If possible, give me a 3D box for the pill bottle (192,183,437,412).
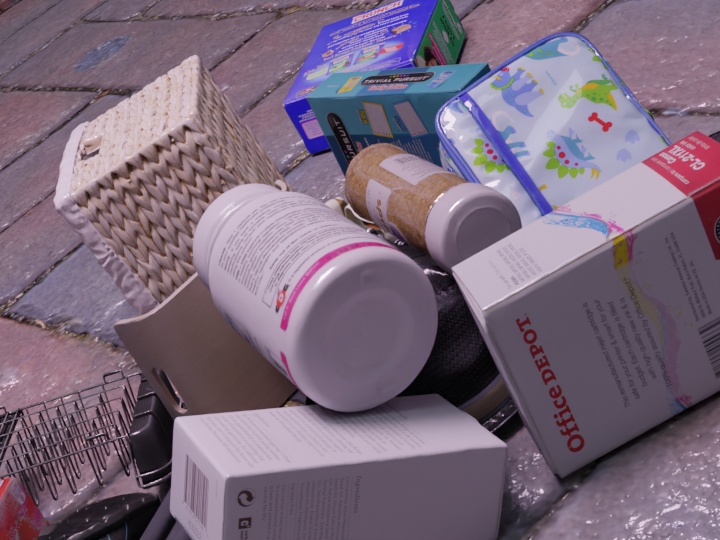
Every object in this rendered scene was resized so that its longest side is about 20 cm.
[{"bbox_3d":[-0.040,0.010,0.972,0.113,0.114,0.200,-35,33,-14],"label":"pill bottle"}]

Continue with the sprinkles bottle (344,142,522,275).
[{"bbox_3d":[0.052,-0.049,1.058,0.068,0.069,0.200,-33,24,-10],"label":"sprinkles bottle"}]

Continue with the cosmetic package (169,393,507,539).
[{"bbox_3d":[-0.015,0.136,0.893,0.198,0.072,0.101,-3,17,-26],"label":"cosmetic package"}]

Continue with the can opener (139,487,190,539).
[{"bbox_3d":[-0.155,0.205,1.010,0.053,0.067,0.201,-9,33,30],"label":"can opener"}]

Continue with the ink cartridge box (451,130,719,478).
[{"bbox_3d":[0.180,0.022,0.926,0.198,0.147,0.083,-28,26,-1],"label":"ink cartridge box"}]

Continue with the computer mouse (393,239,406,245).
[{"bbox_3d":[0.011,0.023,1.163,0.058,0.034,0.201,17,62,41],"label":"computer mouse"}]

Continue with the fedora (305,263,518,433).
[{"bbox_3d":[0.039,0.056,1.036,0.198,0.092,0.202,-17,36,13],"label":"fedora"}]

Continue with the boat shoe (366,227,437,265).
[{"bbox_3d":[0.000,0.000,1.124,0.197,0.072,0.069,-15,65,-8],"label":"boat shoe"}]

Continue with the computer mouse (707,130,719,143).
[{"bbox_3d":[0.261,-0.050,0.991,0.199,0.139,0.053,-31,27,1],"label":"computer mouse"}]

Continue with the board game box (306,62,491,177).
[{"bbox_3d":[0.059,-0.110,1.257,0.199,0.152,0.047,6,41,47],"label":"board game box"}]

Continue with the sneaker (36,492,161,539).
[{"bbox_3d":[-0.216,0.231,1.026,0.075,0.080,0.199,-13,10,35],"label":"sneaker"}]

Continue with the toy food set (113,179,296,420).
[{"bbox_3d":[-0.099,0.038,1.159,0.060,0.144,0.200,6,43,49],"label":"toy food set"}]

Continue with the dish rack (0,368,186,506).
[{"bbox_3d":[-0.251,0.147,1.160,0.197,0.055,0.154,-17,18,1],"label":"dish rack"}]

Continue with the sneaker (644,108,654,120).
[{"bbox_3d":[0.180,-0.060,1.163,0.199,0.077,0.084,-40,40,-7],"label":"sneaker"}]

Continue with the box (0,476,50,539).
[{"bbox_3d":[-0.306,0.262,1.020,0.099,0.096,0.201,-18,29,21],"label":"box"}]

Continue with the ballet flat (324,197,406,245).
[{"bbox_3d":[-0.007,-0.040,1.295,0.067,0.064,0.199,-41,30,-25],"label":"ballet flat"}]

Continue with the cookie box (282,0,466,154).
[{"bbox_3d":[0.020,-0.235,1.587,0.169,0.076,0.201,-15,31,25],"label":"cookie box"}]

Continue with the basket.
[{"bbox_3d":[-0.170,-0.067,1.325,0.160,0.201,0.199,-31,25,9],"label":"basket"}]

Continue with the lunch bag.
[{"bbox_3d":[0.159,-0.074,1.079,0.160,0.083,0.201,-29,69,-6],"label":"lunch bag"}]
